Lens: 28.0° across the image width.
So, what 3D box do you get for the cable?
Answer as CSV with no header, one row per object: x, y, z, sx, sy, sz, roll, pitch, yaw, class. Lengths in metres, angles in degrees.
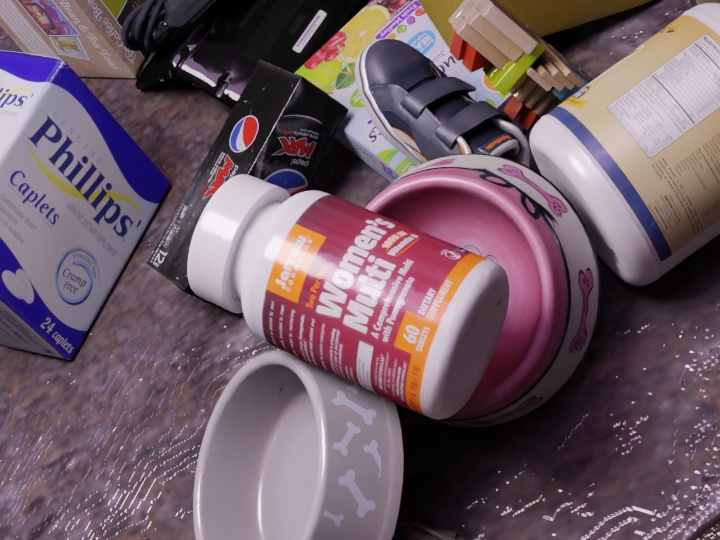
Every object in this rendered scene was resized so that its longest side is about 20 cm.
-0.160,-0.286,1.387,0.200,0.051,0.164,-36,24,40,cable

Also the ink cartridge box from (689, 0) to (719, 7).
0.337,-0.277,1.100,0.198,0.165,0.076,-22,49,13,ink cartridge box

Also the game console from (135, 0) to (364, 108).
-0.103,-0.236,1.407,0.175,0.117,0.201,30,73,8,game console

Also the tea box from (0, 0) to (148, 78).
-0.285,-0.331,1.451,0.132,0.200,0.198,5,59,30,tea box

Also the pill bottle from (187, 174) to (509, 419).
-0.010,0.012,0.962,0.199,0.110,0.110,23,69,20,pill bottle

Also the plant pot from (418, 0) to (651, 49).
0.130,-0.333,1.195,0.194,0.201,0.195,-18,47,-11,plant pot

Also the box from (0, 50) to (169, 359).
-0.292,-0.057,1.268,0.104,0.184,0.201,9,62,34,box

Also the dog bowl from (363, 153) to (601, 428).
0.067,0.016,1.029,0.198,0.074,0.202,1,92,22,dog bowl

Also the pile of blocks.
0.133,-0.138,1.096,0.062,0.199,0.082,-48,45,15,pile of blocks

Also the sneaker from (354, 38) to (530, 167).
0.075,-0.106,1.111,0.078,0.079,0.201,-32,85,-31,sneaker

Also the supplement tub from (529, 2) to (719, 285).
0.237,-0.100,1.040,0.199,0.145,0.145,-36,48,0,supplement tub

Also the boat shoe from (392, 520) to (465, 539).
0.051,0.209,0.976,0.065,0.074,0.199,-29,34,-28,boat shoe

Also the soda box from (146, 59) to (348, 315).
-0.095,-0.070,1.214,0.071,0.063,0.201,29,90,47,soda box

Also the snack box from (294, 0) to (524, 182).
0.046,-0.153,1.243,0.142,0.053,0.200,-44,49,-5,snack box

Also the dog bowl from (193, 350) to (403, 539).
-0.051,0.148,1.009,0.199,0.058,0.202,-26,58,50,dog bowl
